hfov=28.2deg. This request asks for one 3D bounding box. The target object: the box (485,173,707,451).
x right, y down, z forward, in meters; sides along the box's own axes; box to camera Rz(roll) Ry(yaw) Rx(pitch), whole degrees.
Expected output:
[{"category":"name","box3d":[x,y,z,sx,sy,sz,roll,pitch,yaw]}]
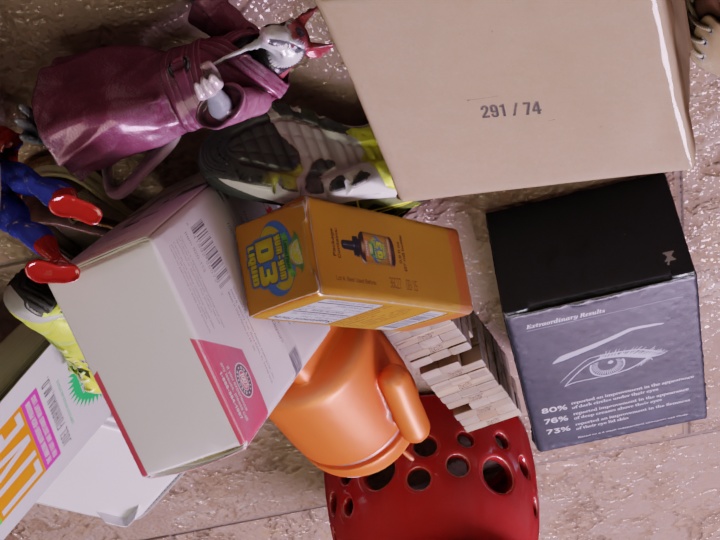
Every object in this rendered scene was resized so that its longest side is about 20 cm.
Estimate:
[{"category":"box","box3d":[0.189,0.038,1.129,0.146,0.105,0.201,-12,140,6]}]

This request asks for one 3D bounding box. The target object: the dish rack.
[{"category":"dish rack","box3d":[-0.246,0.166,1.267,0.198,0.044,0.172,20,134,-28]}]

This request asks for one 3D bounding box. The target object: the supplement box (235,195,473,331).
[{"category":"supplement box","box3d":[0.000,0.000,0.989,0.068,0.067,0.199,-17,165,29]}]

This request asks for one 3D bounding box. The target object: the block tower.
[{"category":"block tower","box3d":[0.069,0.057,1.174,0.057,0.054,0.200,-21,138,15]}]

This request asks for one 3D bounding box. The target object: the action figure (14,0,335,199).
[{"category":"action figure","box3d":[-0.106,-0.107,0.890,0.197,0.135,0.149,-14,141,12]}]

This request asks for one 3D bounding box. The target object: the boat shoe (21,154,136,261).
[{"category":"boat shoe","box3d":[-0.172,-0.004,1.050,0.072,0.073,0.200,-26,137,21]}]

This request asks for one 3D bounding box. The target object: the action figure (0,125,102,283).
[{"category":"action figure","box3d":[-0.224,-0.052,0.910,0.051,0.200,0.066,11,103,-33]}]

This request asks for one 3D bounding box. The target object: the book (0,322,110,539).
[{"category":"book","box3d":[-0.277,0.137,1.098,0.048,0.201,0.135,21,144,24]}]

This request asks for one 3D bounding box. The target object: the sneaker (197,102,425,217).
[{"category":"sneaker","box3d":[-0.024,-0.059,0.987,0.198,0.075,0.085,1,148,-30]}]

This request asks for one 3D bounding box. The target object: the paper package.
[{"category":"paper package","box3d":[0.094,-0.145,0.868,0.197,0.104,0.191,-5,141,19]}]

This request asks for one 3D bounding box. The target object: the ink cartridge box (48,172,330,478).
[{"category":"ink cartridge box","box3d":[-0.105,0.024,0.960,0.082,0.200,0.148,-20,103,20]}]

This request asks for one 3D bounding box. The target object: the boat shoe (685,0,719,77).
[{"category":"boat shoe","box3d":[0.243,-0.158,0.930,0.071,0.076,0.200,-22,137,21]}]

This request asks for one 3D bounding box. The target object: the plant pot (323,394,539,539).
[{"category":"plant pot","box3d":[0.070,0.238,1.294,0.197,0.184,0.202,-4,138,-4]}]

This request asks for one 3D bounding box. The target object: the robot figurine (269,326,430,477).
[{"category":"robot figurine","box3d":[-0.021,0.092,1.153,0.142,0.118,0.200,-19,140,15]}]

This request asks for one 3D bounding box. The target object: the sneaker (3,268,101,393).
[{"category":"sneaker","box3d":[-0.195,0.056,1.071,0.077,0.075,0.199,-51,145,6]}]
